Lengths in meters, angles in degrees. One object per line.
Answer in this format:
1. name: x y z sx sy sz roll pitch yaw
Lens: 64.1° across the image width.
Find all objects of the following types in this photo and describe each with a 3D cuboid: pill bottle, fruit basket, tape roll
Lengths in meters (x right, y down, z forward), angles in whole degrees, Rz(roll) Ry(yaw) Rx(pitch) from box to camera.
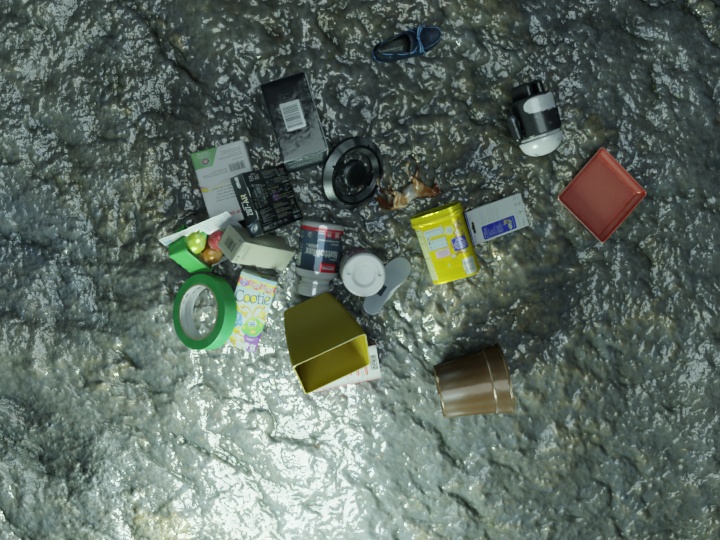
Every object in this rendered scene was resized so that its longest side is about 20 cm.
1. pill bottle: 0.000 0.000 1.550 0.112 0.200 0.114 -1 97 -6
2. fruit basket: -0.395 -0.077 1.517 0.199 0.185 0.094 -27 59 6
3. tape roll: -0.418 0.111 1.538 0.199 0.048 0.202 -4 83 31
4. pill bottle: -0.115 -0.033 1.576 0.118 0.120 0.202 7 96 -7

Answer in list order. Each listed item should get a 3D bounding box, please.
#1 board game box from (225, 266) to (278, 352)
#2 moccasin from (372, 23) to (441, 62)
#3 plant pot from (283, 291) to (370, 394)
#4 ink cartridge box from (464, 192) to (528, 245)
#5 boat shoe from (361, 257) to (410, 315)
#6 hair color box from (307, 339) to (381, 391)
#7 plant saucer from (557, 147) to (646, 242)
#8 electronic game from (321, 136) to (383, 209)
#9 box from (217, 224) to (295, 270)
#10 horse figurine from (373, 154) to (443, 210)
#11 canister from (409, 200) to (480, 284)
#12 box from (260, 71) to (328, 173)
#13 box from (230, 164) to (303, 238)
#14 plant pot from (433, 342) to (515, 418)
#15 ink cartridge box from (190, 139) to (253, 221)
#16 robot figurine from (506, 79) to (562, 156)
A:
1. board game box: -0.304 0.106 1.579 0.104 0.103 0.202 17 94 -8
2. moccasin: 0.133 -0.612 1.563 0.199 0.068 0.081 -25 98 -3
3. plant pot: -0.103 0.180 1.536 0.199 0.201 0.177 -23 59 -9
4. ink cartridge box: 0.379 -0.145 1.630 0.199 0.039 0.100 -19 99 -21
5. boat shoe: 0.065 0.045 1.630 0.074 0.065 0.200 44 70 -1
6. hair color box: -0.047 0.272 1.645 0.198 0.061 0.102 -10 97 -4
7. plant saucer: 0.700 -0.219 1.682 0.200 0.037 0.200 42 91 -9
8. electronic game: -0.020 -0.262 1.556 0.199 0.042 0.201 -19 124 -30
9. box: -0.271 -0.057 1.512 0.082 0.199 0.069 45 107 31
10. horse figurine: 0.124 -0.228 1.607 0.199 0.050 0.133 -33 118 -10
11. canister: 0.239 -0.075 1.608 0.147 0.087 0.201 -16 101 22
12. box: -0.167 -0.375 1.487 0.123 0.197 0.202 -17 93 -2
13. box: -0.241 -0.186 1.509 0.043 0.200 0.161 -15 100 29
14. plant pot: 0.316 0.324 1.632 0.196 0.200 0.202 -11 97 3
15. ink cartridge box: -0.352 -0.232 1.546 0.144 0.084 0.202 -16 98 -4
16. robot figurine: 0.483 -0.419 1.595 0.149 0.125 0.202 -17 98 14
